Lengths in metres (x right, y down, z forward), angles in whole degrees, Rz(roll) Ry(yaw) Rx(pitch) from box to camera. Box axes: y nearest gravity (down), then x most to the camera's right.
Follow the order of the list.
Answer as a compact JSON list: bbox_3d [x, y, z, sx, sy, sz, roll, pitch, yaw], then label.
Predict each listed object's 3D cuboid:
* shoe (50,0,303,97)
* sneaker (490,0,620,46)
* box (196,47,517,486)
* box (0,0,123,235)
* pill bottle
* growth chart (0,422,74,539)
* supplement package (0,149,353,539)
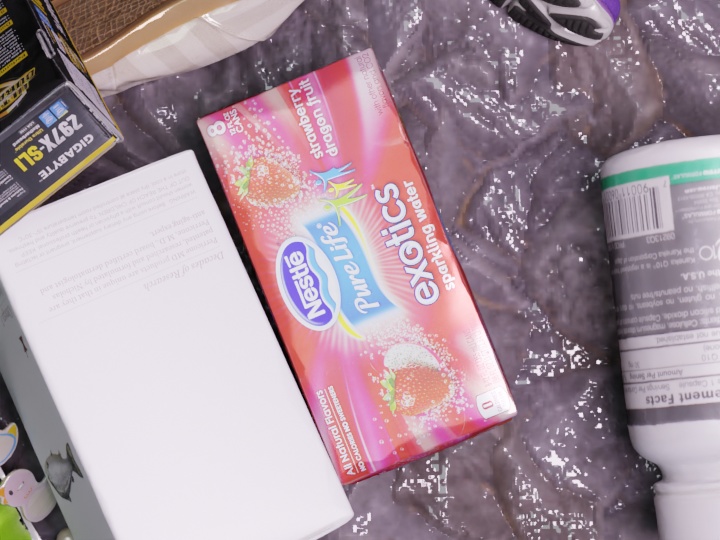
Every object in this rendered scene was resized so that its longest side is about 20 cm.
[{"bbox_3d":[-0.082,-0.147,1.127,0.199,0.054,0.070,-26,53,-3],"label":"shoe"},{"bbox_3d":[0.079,-0.210,1.108,0.083,0.081,0.201,-35,91,-15],"label":"sneaker"},{"bbox_3d":[0.000,0.000,1.089,0.099,0.095,0.201,-22,87,2],"label":"box"},{"bbox_3d":[-0.224,-0.053,1.036,0.200,0.160,0.049,-38,129,3],"label":"box"},{"bbox_3d":[0.186,0.036,1.070,0.112,0.113,0.202,-6,88,2],"label":"pill bottle"},{"bbox_3d":[-0.236,0.117,1.066,0.145,0.018,0.200,-44,126,-12],"label":"growth chart"},{"bbox_3d":[-0.105,0.062,1.066,0.117,0.117,0.201,-23,85,-20],"label":"supplement package"}]
